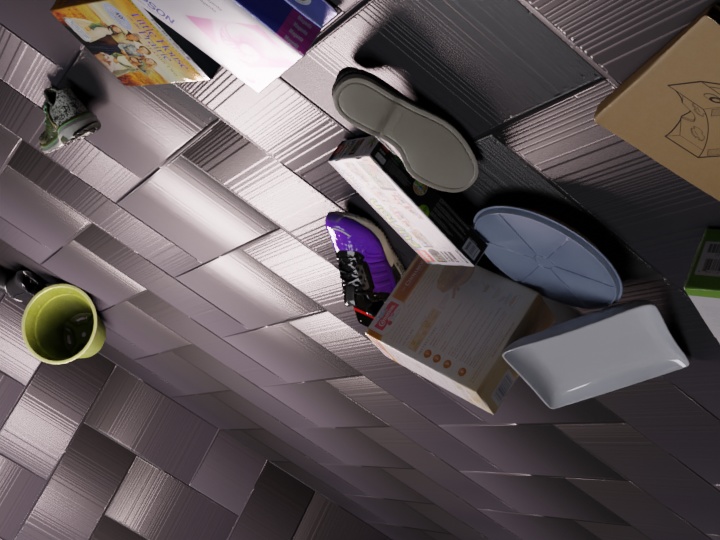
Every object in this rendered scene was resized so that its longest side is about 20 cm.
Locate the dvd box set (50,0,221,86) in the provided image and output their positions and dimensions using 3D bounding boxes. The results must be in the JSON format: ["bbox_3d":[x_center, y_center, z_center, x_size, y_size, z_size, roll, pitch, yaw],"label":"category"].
[{"bbox_3d":[-0.280,-0.289,1.332,0.198,0.030,0.146,7,150,45],"label":"dvd box set"}]

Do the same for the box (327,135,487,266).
[{"bbox_3d":[0.058,-0.083,1.325,0.200,0.035,0.110,45,162,-24],"label":"box"}]

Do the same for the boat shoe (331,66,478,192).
[{"bbox_3d":[0.052,-0.161,1.192,0.199,0.073,0.063,32,-157,-24],"label":"boat shoe"}]

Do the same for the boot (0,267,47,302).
[{"bbox_3d":[-0.929,0.027,2.853,0.163,0.067,0.199,29,164,-27],"label":"boot"}]

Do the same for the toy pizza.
[{"bbox_3d":[0.227,-0.022,1.293,0.198,0.032,0.201,29,161,11],"label":"toy pizza"}]

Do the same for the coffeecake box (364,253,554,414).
[{"bbox_3d":[0.129,0.073,1.422,0.198,0.155,0.073,26,165,39],"label":"coffeecake box"}]

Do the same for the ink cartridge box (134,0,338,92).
[{"bbox_3d":[-0.145,-0.287,1.148,0.195,0.044,0.199,36,160,-16],"label":"ink cartridge box"}]

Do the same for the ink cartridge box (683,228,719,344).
[{"bbox_3d":[0.444,0.048,1.117,0.146,0.077,0.200,7,152,43],"label":"ink cartridge box"}]

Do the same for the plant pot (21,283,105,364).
[{"bbox_3d":[-0.746,0.152,2.776,0.197,0.203,0.190,25,171,10],"label":"plant pot"}]

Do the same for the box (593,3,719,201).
[{"bbox_3d":[0.313,-0.135,0.934,0.162,0.021,0.200,31,160,-5],"label":"box"}]

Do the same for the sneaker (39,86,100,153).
[{"bbox_3d":[-0.460,-0.240,1.661,0.199,0.076,0.090,-5,110,59],"label":"sneaker"}]

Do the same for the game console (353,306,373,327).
[{"bbox_3d":[0.076,0.084,1.752,0.197,0.031,0.177,24,163,15],"label":"game console"}]

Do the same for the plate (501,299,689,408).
[{"bbox_3d":[0.299,0.102,1.365,0.197,0.033,0.200,-20,145,21],"label":"plate"}]

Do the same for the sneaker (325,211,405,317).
[{"bbox_3d":[0.001,0.000,1.539,0.069,0.101,0.200,9,153,36],"label":"sneaker"}]
